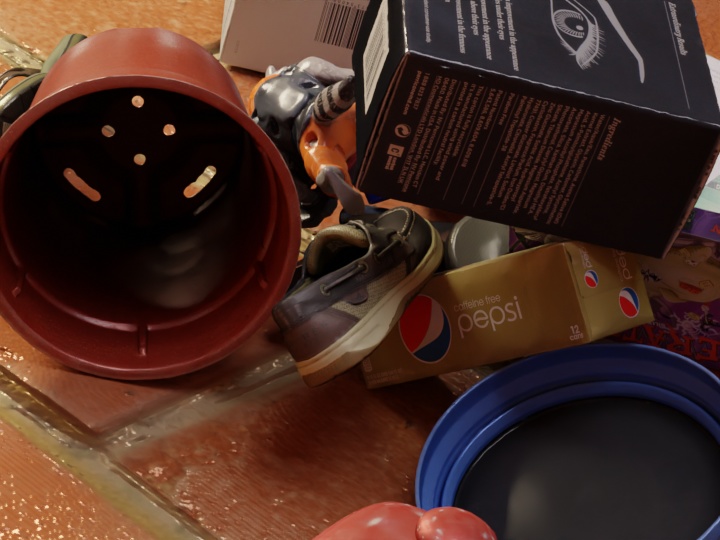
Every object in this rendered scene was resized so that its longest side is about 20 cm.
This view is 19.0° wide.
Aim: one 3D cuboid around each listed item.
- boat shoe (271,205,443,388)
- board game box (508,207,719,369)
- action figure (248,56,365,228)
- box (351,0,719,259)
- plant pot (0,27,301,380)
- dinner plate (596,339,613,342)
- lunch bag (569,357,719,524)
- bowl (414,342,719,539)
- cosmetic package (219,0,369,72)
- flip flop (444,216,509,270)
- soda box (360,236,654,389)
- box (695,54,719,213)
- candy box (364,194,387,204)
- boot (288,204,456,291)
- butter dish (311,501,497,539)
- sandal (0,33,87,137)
[{"bbox_3d":[-0.001,-0.001,1.327,0.065,0.073,0.200,57,24,-14],"label":"boat shoe"},{"bbox_3d":[0.192,0.005,1.368,0.200,0.120,0.032,14,54,17],"label":"board game box"},{"bbox_3d":[-0.009,-0.121,1.454,0.105,0.200,0.193,37,-11,-29],"label":"action figure"},{"bbox_3d":[0.103,-0.107,1.290,0.200,0.104,0.148,13,37,-10],"label":"box"},{"bbox_3d":[-0.145,-0.061,1.390,0.201,0.201,0.195,12,21,-11],"label":"plant pot"},{"bbox_3d":[0.181,0.017,1.518,0.200,0.024,0.200,8,63,-17],"label":"dinner plate"},{"bbox_3d":[0.199,0.125,1.363,0.176,0.082,0.200,-2,33,-25],"label":"lunch bag"},{"bbox_3d":[0.133,0.125,1.268,0.201,0.039,0.201,-12,40,10],"label":"bowl"},{"bbox_3d":[-0.009,-0.246,1.838,0.199,0.123,0.200,13,30,-8],"label":"cosmetic package"},{"bbox_3d":[0.157,-0.010,1.467,0.200,0.058,0.081,9,61,-2],"label":"flip flop"},{"bbox_3d":[0.084,0.025,1.361,0.068,0.064,0.200,-16,0,-44],"label":"soda box"},{"bbox_3d":[0.227,-0.058,1.457,0.144,0.036,0.200,25,58,4],"label":"box"},{"bbox_3d":[0.098,-0.127,1.577,0.077,0.200,0.169,65,15,0],"label":"candy box"},{"bbox_3d":[0.000,0.000,1.495,0.200,0.075,0.097,-8,19,-37],"label":"boot"},{"bbox_3d":[0.030,0.185,1.087,0.200,0.148,0.199,30,32,20],"label":"butter dish"},{"bbox_3d":[-0.237,-0.115,1.549,0.057,0.080,0.201,2,21,7],"label":"sandal"}]
